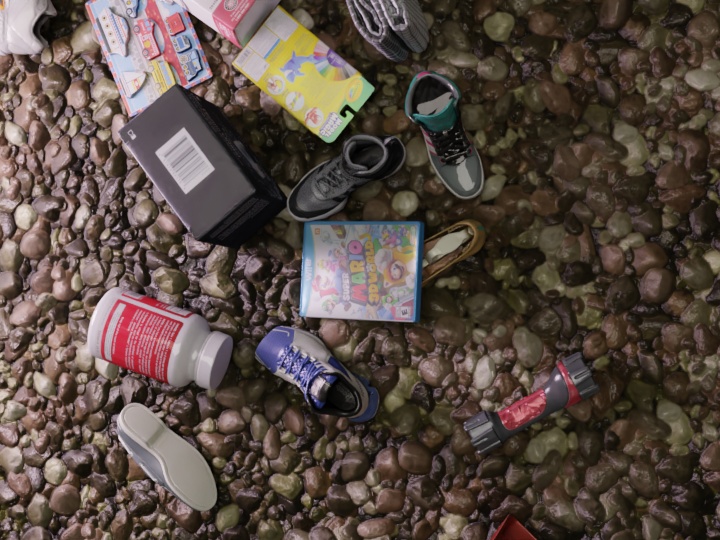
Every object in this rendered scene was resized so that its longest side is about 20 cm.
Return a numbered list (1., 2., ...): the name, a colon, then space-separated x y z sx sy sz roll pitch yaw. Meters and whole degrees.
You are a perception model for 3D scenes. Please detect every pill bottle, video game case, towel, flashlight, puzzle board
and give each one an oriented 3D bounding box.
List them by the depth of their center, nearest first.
1. flashlight: 0.242 0.190 1.667 0.199 0.068 0.068 -29 83 7
2. towel: 0.019 -0.410 1.692 0.085 0.165 0.202 -25 83 14
3. video game case: 0.000 0.000 1.714 0.198 0.018 0.145 1 88 31
4. pill bottle: -0.297 0.107 1.749 0.198 0.112 0.113 19 90 11
5. puzzle board: -0.333 -0.362 1.829 0.149 0.017 0.202 -24 83 8

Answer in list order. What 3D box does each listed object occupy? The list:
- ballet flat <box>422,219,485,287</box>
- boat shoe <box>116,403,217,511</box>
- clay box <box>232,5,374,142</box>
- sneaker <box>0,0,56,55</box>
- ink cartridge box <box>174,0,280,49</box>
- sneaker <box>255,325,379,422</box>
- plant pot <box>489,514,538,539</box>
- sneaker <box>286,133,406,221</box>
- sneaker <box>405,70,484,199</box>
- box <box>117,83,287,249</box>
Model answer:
1. ballet flat: 0.091 -0.017 1.708 0.199 0.063 0.069 -34 81 7
2. boat shoe: -0.297 0.290 1.776 0.200 0.073 0.062 46 139 3
3. clay box: -0.082 -0.291 1.763 0.200 0.048 0.115 41 94 9
4. sneaker: -0.520 -0.437 1.838 0.091 0.076 0.203 7 96 4
5. ink cartridge box: -0.220 -0.459 1.772 0.199 0.085 0.146 35 85 12
6. sneaker: -0.065 0.151 1.702 0.198 0.115 0.081 33 92 10
7. plant pot: 0.204 0.492 1.603 0.200 0.200 0.177 43 105 10
8. sneaker: -0.028 -0.143 1.707 0.199 0.114 0.076 -31 82 4
9. sneaker: 0.122 -0.202 1.683 0.083 0.121 0.202 -24 83 8
10. box: -0.223 -0.147 1.703 0.117 0.200 0.197 -38 82 7
